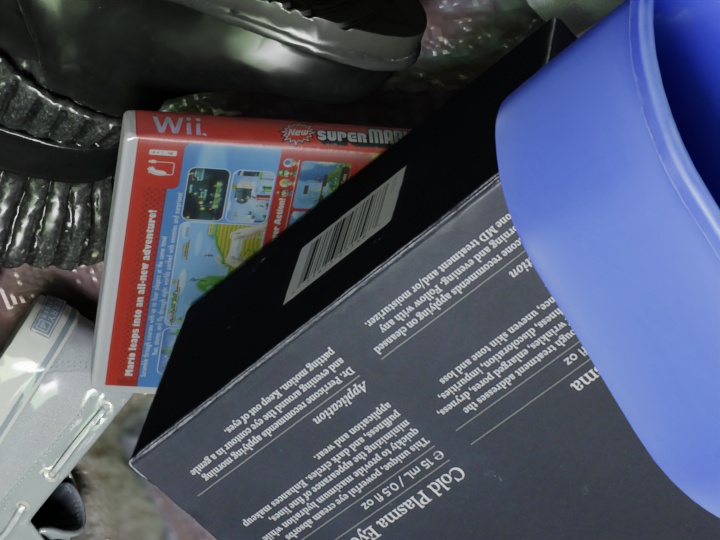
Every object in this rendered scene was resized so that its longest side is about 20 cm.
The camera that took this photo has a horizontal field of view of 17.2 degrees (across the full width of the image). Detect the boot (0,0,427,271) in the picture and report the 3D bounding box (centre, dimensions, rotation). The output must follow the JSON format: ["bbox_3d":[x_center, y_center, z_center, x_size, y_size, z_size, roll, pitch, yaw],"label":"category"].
[{"bbox_3d":[-0.085,-0.065,0.927,0.210,0.079,0.159,17,121,10],"label":"boot"}]

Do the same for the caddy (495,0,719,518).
[{"bbox_3d":[0.138,-0.018,0.739,0.105,0.141,0.201,-28,96,46],"label":"caddy"}]

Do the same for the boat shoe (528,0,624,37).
[{"bbox_3d":[0.113,-0.142,0.806,0.071,0.070,0.201,35,140,-10],"label":"boat shoe"}]

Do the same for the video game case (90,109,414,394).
[{"bbox_3d":[0.000,0.000,0.931,0.199,0.018,0.143,3,136,-11],"label":"video game case"}]

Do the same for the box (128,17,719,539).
[{"bbox_3d":[0.054,0.048,0.863,0.200,0.104,0.182,-37,109,28],"label":"box"}]

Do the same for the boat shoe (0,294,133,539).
[{"bbox_3d":[-0.155,0.101,1.055,0.071,0.070,0.201,30,123,-5],"label":"boat shoe"}]
